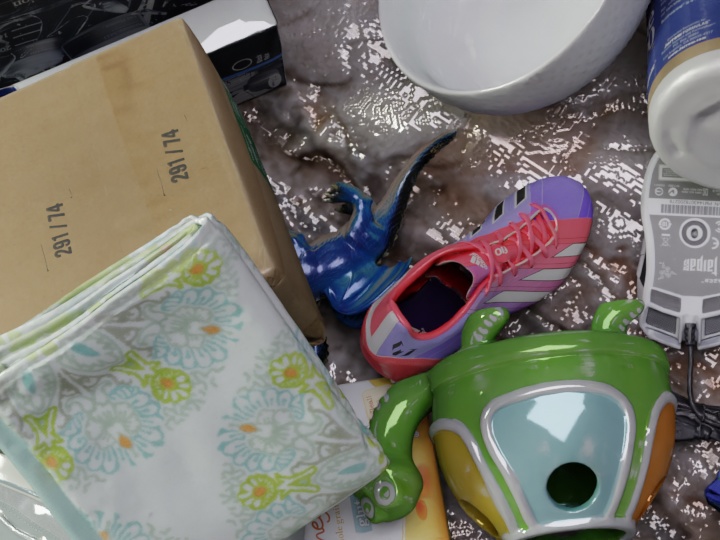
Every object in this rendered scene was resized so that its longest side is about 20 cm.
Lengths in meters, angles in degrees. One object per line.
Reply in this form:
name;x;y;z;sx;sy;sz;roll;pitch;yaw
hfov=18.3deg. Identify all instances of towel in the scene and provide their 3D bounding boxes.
towel;-0.103;0.083;1.245;0.171;0.048;0.200;-31;116;5

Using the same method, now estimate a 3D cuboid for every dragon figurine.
dragon figurine;0.000;0.000;1.431;0.200;0.059;0.100;-34;75;-4

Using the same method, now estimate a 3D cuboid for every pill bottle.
pill bottle;0.237;-0.156;1.424;0.111;0.111;0.200;3;46;3

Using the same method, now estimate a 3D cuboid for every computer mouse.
computer mouse;0.214;0.014;1.430;0.109;0.044;0.201;4;77;9

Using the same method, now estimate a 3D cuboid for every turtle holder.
turtle holder;0.099;0.099;1.330;0.185;0.141;0.132;3;68;-23

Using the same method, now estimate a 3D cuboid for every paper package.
paper package;-0.143;-0.018;1.336;0.190;0.104;0.200;-23;58;1

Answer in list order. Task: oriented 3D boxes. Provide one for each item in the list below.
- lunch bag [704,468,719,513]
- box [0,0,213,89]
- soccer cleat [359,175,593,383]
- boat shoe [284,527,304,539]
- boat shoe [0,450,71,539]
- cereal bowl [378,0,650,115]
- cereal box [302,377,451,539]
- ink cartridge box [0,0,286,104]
lunch bag;0.334;0.131;1.344;0.200;0.128;0.170;37;74;22
box;-0.187;-0.198;1.443;0.199;0.182;0.104;-20;72;-4
soccer cleat;0.080;-0.002;1.403;0.200;0.077;0.067;-36;77;-26
boat shoe;-0.073;0.113;1.348;0.068;0.072;0.201;-5;75;9
boat shoe;-0.196;0.155;1.366;0.200;0.070;0.072;19;87;29
cereal bowl;0.113;-0.187;1.458;0.200;0.083;0.201;-19;56;30
cereal box;-0.048;0.150;1.393;0.199;0.040;0.144;-10;71;-1
ink cartridge box;-0.147;-0.117;1.457;0.199;0.099;0.039;-23;73;-5
